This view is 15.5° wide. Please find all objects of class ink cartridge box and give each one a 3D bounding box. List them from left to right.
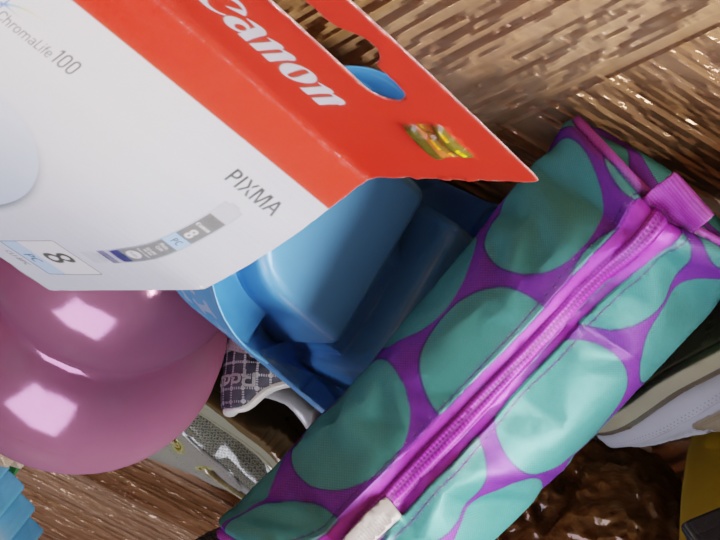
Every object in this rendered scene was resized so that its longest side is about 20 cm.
[{"bbox_3d":[-0.071,-0.046,0.797,0.199,0.047,0.160,1,153,40],"label":"ink cartridge box"}]

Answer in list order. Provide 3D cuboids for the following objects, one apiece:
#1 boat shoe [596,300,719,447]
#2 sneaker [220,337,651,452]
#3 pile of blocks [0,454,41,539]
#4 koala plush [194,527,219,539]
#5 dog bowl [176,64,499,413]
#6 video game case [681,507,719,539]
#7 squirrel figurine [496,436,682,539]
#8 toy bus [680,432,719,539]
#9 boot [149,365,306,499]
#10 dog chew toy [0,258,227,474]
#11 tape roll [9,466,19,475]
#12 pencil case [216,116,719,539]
[{"bbox_3d":[0.146,0.031,0.970,0.068,0.075,0.200,31,154,-12],"label":"boat shoe"},{"bbox_3d":[0.032,0.062,1.126,0.199,0.081,0.076,25,155,-16],"label":"sneaker"},{"bbox_3d":[-0.190,0.099,1.150,0.082,0.062,0.201,11,138,33],"label":"pile of blocks"},{"bbox_3d":[-0.016,0.186,1.359,0.176,0.185,0.200,2,152,-28],"label":"koala plush"},{"bbox_3d":[0.000,0.000,0.984,0.049,0.112,0.200,19,163,45],"label":"dog bowl"},{"bbox_3d":[0.228,0.132,0.930,0.026,0.199,0.182,-121,11,-66],"label":"video game case"},{"bbox_3d":[0.047,0.157,1.088,0.186,0.201,0.141,-4,-177,16],"label":"squirrel figurine"},{"bbox_3d":[0.245,0.127,1.040,0.191,0.136,0.200,-17,140,30],"label":"toy bus"},{"bbox_3d":[-0.077,0.074,1.250,0.154,0.072,0.200,-3,143,42],"label":"boot"},{"bbox_3d":[-0.098,-0.006,1.035,0.124,0.125,0.200,23,141,-8],"label":"dog chew toy"},{"bbox_3d":[-0.222,0.016,1.193,0.200,0.048,0.201,23,143,18],"label":"tape roll"},{"bbox_3d":[0.044,0.043,0.922,0.085,0.200,0.092,41,-175,0],"label":"pencil case"}]
